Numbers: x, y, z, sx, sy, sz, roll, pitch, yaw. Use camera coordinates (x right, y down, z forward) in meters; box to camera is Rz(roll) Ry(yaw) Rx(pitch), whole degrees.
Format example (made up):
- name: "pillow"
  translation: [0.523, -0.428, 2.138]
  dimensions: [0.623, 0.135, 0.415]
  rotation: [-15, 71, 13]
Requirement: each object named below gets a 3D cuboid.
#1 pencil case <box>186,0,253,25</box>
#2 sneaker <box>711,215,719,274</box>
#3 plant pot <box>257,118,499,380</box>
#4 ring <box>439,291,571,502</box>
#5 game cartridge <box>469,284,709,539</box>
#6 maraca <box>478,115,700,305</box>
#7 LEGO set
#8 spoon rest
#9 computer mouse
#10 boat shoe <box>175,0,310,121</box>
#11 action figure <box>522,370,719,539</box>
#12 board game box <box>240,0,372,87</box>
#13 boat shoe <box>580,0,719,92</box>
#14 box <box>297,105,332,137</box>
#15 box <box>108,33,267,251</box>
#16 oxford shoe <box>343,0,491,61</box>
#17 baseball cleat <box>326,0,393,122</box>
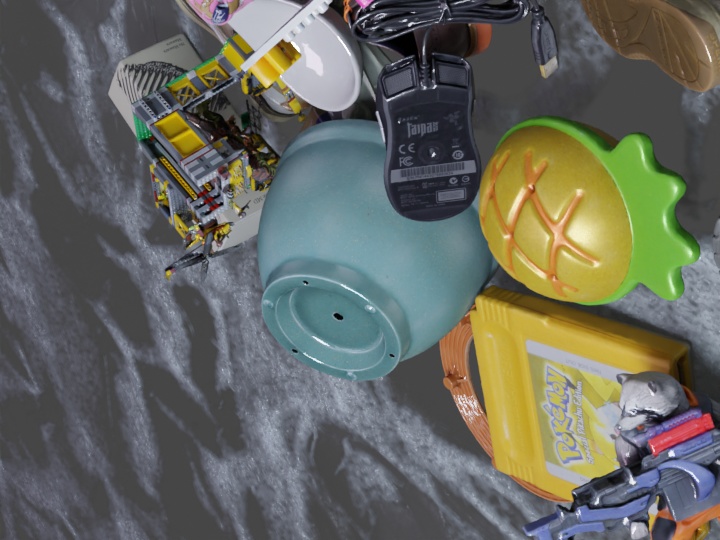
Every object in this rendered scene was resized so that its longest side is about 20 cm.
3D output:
- name: "pencil case"
  translation: [-0.047, -0.255, 1.193]
  dimensions: [0.086, 0.200, 0.083]
  rotation: [40, 156, 35]
- name: "sneaker"
  translation: [0.269, -0.044, 0.993]
  dimensions: [0.091, 0.076, 0.201]
  rotation: [36, 146, 29]
- name: "plant pot"
  translation: [0.000, 0.000, 1.328]
  dimensions: [0.199, 0.135, 0.201]
  rotation: [16, 141, 14]
- name: "ring"
  translation: [0.129, 0.111, 1.422]
  dimensions: [0.200, 0.019, 0.201]
  rotation: [40, 145, 36]
- name: "game cartridge"
  translation: [0.175, 0.111, 1.304]
  dimensions: [0.199, 0.032, 0.177]
  rotation: [16, 129, 41]
- name: "maraca"
  translation: [0.155, -0.039, 1.146]
  dimensions: [0.200, 0.107, 0.138]
  rotation: [7, 120, 57]
- name: "LEGO set"
  translation: [-0.103, -0.085, 1.397]
  dimensions: [0.116, 0.153, 0.201]
  rotation: [48, 150, 26]
- name: "spoon rest"
  translation: [-0.073, -0.202, 1.290]
  dimensions: [0.200, 0.061, 0.099]
  rotation: [49, 151, 6]
- name: "computer mouse"
  translation: [0.074, -0.128, 1.204]
  dimensions: [0.046, 0.139, 0.201]
  rotation: [-99, -3, -49]
- name: "boat shoe"
  translation: [-0.099, -0.226, 1.445]
  dimensions: [0.200, 0.075, 0.068]
  rotation: [53, 152, -7]
- name: "action figure"
  translation: [0.205, 0.160, 1.193]
  dimensions: [0.105, 0.199, 0.195]
  rotation: [-118, 13, -67]
- name: "board game box"
  translation: [0.025, -0.216, 1.113]
  dimensions: [0.026, 0.200, 0.200]
  rotation: [48, 154, -8]
- name: "boat shoe"
  translation: [0.188, -0.167, 1.023]
  dimensions: [0.200, 0.064, 0.072]
  rotation: [53, 166, 54]
- name: "box"
  translation: [0.008, -0.042, 1.473]
  dimensions: [0.200, 0.032, 0.121]
  rotation: [54, 151, 12]
- name: "box"
  translation: [-0.156, -0.123, 1.621]
  dimensions: [0.201, 0.082, 0.068]
  rotation: [54, 150, 10]
- name: "oxford shoe"
  translation: [0.009, -0.219, 1.262]
  dimensions: [0.200, 0.072, 0.071]
  rotation: [41, 146, 33]
- name: "baseball cleat"
  translation: [-0.011, -0.161, 1.376]
  dimensions: [0.201, 0.069, 0.106]
  rotation: [66, 168, -5]
